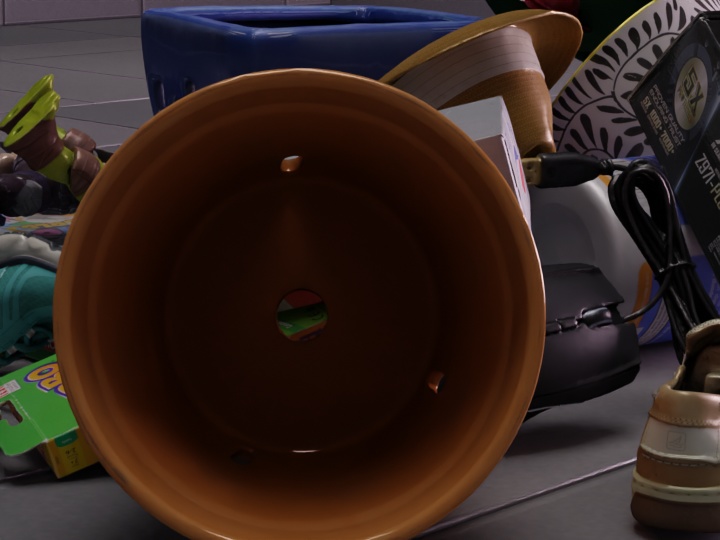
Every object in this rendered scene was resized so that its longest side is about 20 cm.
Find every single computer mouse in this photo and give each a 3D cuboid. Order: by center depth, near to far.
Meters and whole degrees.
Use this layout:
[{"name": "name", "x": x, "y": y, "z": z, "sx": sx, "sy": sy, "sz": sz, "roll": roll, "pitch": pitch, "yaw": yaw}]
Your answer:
[{"name": "computer mouse", "x": 0.093, "y": 0.005, "z": 1.029, "sx": 0.199, "sy": 0.141, "sz": 0.046, "roll": -11, "pitch": -16, "yaw": -21}]

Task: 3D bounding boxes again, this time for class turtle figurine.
[{"name": "turtle figurine", "x": -0.140, "y": -0.040, "z": 1.197, "sx": 0.064, "sy": 0.161, "sz": 0.200, "roll": -40, "pitch": 20, "yaw": 16}]

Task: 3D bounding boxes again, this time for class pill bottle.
[{"name": "pill bottle", "x": 0.194, "y": -0.015, "z": 1.236, "sx": 0.199, "sy": 0.113, "sz": 0.112, "roll": -7, "pitch": 13, "yaw": -35}]

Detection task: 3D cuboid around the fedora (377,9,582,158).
[{"name": "fedora", "x": 0.065, "y": -0.073, "z": 1.231, "sx": 0.200, "sy": 0.082, "sz": 0.201, "roll": -27, "pitch": -17, "yaw": -9}]

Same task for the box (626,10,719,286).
[{"name": "box", "x": 0.273, "y": -0.048, "z": 1.171, "sx": 0.163, "sy": 0.201, "sz": 0.086, "roll": -6, "pitch": -28, "yaw": -32}]

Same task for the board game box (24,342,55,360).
[{"name": "board game box", "x": -0.158, "y": 0.024, "z": 1.231, "sx": 0.134, "sy": 0.029, "sz": 0.199, "roll": -8, "pitch": 14, "yaw": -41}]

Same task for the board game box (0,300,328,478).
[{"name": "board game box", "x": -0.089, "y": 0.044, "z": 1.006, "sx": 0.199, "sy": 0.030, "sz": 0.095, "roll": -21, "pitch": 22, "yaw": -17}]

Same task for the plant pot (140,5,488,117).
[{"name": "plant pot", "x": -0.030, "y": -0.089, "z": 1.417, "sx": 0.199, "sy": 0.181, "sz": 0.200, "roll": -5, "pitch": 14, "yaw": -28}]

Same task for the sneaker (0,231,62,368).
[{"name": "sneaker", "x": -0.196, "y": 0.030, "z": 1.102, "sx": 0.199, "sy": 0.080, "sz": 0.078, "roll": 0, "pitch": -32, "yaw": 33}]

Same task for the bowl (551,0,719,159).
[{"name": "bowl", "x": 0.205, "y": -0.081, "z": 1.356, "sx": 0.094, "sy": 0.201, "sz": 0.200, "roll": 44, "pitch": 32, "yaw": 23}]

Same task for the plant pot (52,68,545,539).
[{"name": "plant pot", "x": -0.027, "y": 0.019, "z": 0.889, "sx": 0.199, "sy": 0.201, "sz": 0.140, "roll": 0, "pitch": -1, "yaw": -2}]

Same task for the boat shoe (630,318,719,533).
[{"name": "boat shoe", "x": 0.171, "y": 0.060, "z": 0.951, "sx": 0.071, "sy": 0.077, "sz": 0.200, "roll": 1, "pitch": 10, "yaw": 15}]

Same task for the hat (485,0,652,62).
[{"name": "hat", "x": 0.098, "y": -0.170, "z": 1.338, "sx": 0.165, "sy": 0.201, "sz": 0.176, "roll": 27, "pitch": 54, "yaw": 31}]

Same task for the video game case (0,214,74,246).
[{"name": "video game case", "x": -0.178, "y": -0.023, "z": 1.345, "sx": 0.142, "sy": 0.018, "sz": 0.200, "roll": -5, "pitch": 13, "yaw": -28}]

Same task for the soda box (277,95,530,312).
[{"name": "soda box", "x": -0.018, "y": -0.025, "z": 1.003, "sx": 0.199, "sy": 0.064, "sz": 0.068, "roll": -13, "pitch": 20, "yaw": 8}]

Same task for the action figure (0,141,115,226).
[{"name": "action figure", "x": -0.215, "y": -0.043, "z": 1.252, "sx": 0.129, "sy": 0.070, "sz": 0.200, "roll": -4, "pitch": 8, "yaw": 28}]
